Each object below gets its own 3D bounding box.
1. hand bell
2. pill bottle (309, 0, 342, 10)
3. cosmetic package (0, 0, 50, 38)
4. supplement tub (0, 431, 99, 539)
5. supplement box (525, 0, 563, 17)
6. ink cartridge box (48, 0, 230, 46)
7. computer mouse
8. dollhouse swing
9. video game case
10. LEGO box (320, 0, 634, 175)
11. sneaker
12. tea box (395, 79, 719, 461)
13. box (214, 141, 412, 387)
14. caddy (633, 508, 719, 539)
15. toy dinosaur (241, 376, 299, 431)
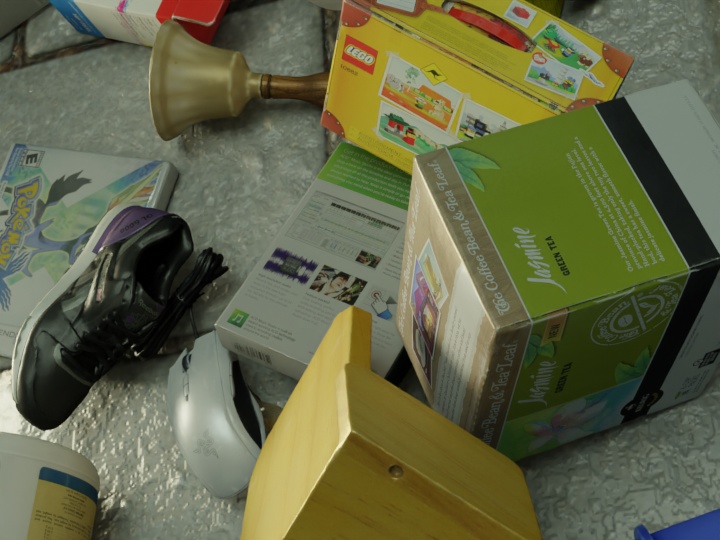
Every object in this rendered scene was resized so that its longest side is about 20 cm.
[{"bbox_3d":[-0.073,-0.161,1.089,0.196,0.104,0.106,4,67,9],"label":"hand bell"},{"bbox_3d":[-0.013,-0.336,1.119,0.109,0.111,0.203,-4,65,19],"label":"pill bottle"},{"bbox_3d":[-0.378,-0.299,1.259,0.199,0.090,0.108,-34,59,6],"label":"cosmetic package"},{"bbox_3d":[-0.278,0.234,0.932,0.142,0.145,0.203,-3,65,19],"label":"supplement tub"},{"bbox_3d":[0.106,-0.250,1.034,0.108,0.109,0.203,8,68,24],"label":"supplement box"},{"bbox_3d":[-0.184,-0.274,1.181,0.197,0.067,0.118,16,73,26],"label":"ink cartridge box"},{"bbox_3d":[-0.125,0.083,0.978,0.109,0.044,0.201,-40,49,17],"label":"computer mouse"},{"bbox_3d":[0.012,0.157,0.811,0.180,0.176,0.202,31,116,2],"label":"dollhouse swing"},{"bbox_3d":[-0.271,-0.014,1.118,0.180,0.022,0.203,8,69,24],"label":"video game case"},{"bbox_3d":[0.078,-0.131,0.924,0.198,0.150,0.078,29,59,8],"label":"LEGO box"},{"bbox_3d":[-0.204,0.036,1.000,0.087,0.076,0.202,9,68,46],"label":"sneaker"},{"bbox_3d":[0.136,0.010,0.815,0.194,0.201,0.135,-16,59,-12],"label":"tea box"},{"bbox_3d":[0.000,0.000,0.966,0.143,0.037,0.201,21,61,22],"label":"box"},{"bbox_3d":[0.226,0.235,0.741,0.104,0.142,0.202,-26,59,4],"label":"caddy"},{"bbox_3d":[-0.033,0.147,0.943,0.101,0.058,0.201,-43,50,15],"label":"toy dinosaur"}]
